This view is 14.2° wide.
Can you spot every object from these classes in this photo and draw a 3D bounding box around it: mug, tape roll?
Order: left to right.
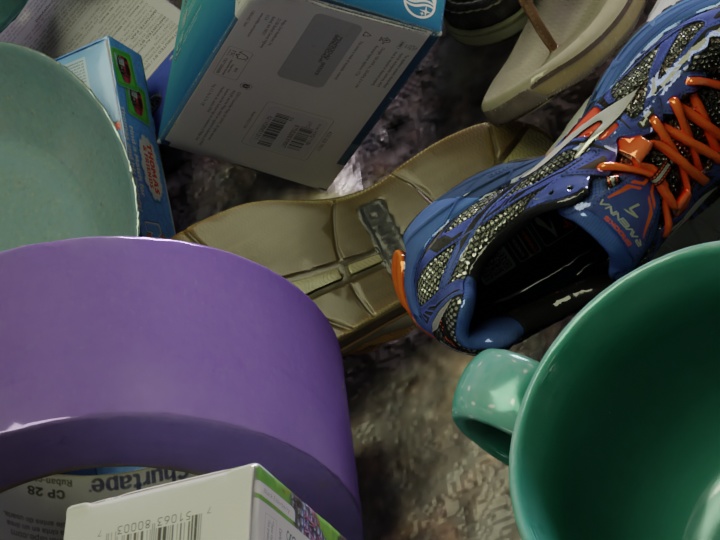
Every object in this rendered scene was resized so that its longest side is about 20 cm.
[{"bbox_3d":[-0.101,0.079,1.136,0.199,0.200,0.085,-24,51,19],"label":"tape roll"},{"bbox_3d":[0.138,0.072,1.039,0.152,0.114,0.185,-39,47,7],"label":"mug"}]

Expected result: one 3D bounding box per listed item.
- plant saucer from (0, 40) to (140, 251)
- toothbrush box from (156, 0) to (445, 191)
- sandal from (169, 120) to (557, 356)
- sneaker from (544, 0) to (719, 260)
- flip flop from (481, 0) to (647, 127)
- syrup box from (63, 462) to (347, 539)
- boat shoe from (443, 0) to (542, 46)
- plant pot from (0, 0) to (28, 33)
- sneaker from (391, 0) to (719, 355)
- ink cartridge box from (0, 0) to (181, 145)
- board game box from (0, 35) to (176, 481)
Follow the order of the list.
[{"bbox_3d":[-0.173,0.000,1.258,0.200,0.039,0.202,-7,75,27],"label":"plant saucer"},{"bbox_3d":[-0.017,-0.161,1.267,0.146,0.085,0.201,128,152,-56],"label":"toothbrush box"},{"bbox_3d":[0.000,0.000,1.222,0.199,0.054,0.081,-23,64,0],"label":"sandal"},{"bbox_3d":[0.129,-0.068,1.176,0.200,0.076,0.081,-47,24,4],"label":"sneaker"},{"bbox_3d":[0.090,-0.142,1.222,0.081,0.057,0.201,-24,36,55],"label":"flip flop"},{"bbox_3d":[-0.023,0.152,1.035,0.078,0.200,0.082,-14,56,25],"label":"syrup box"},{"bbox_3d":[0.063,-0.198,1.296,0.071,0.066,0.202,-2,60,33],"label":"boat shoe"},{"bbox_3d":[-0.257,-0.165,1.331,0.200,0.188,0.200,-32,18,11],"label":"plant pot"},{"bbox_3d":[0.102,-0.030,1.100,0.200,0.075,0.078,-41,20,10],"label":"sneaker"},{"bbox_3d":[-0.143,-0.092,1.384,0.119,0.042,0.200,-50,45,-3],"label":"ink cartridge box"},{"bbox_3d":[-0.150,0.015,1.286,0.151,0.037,0.201,-20,68,22],"label":"board game box"}]
